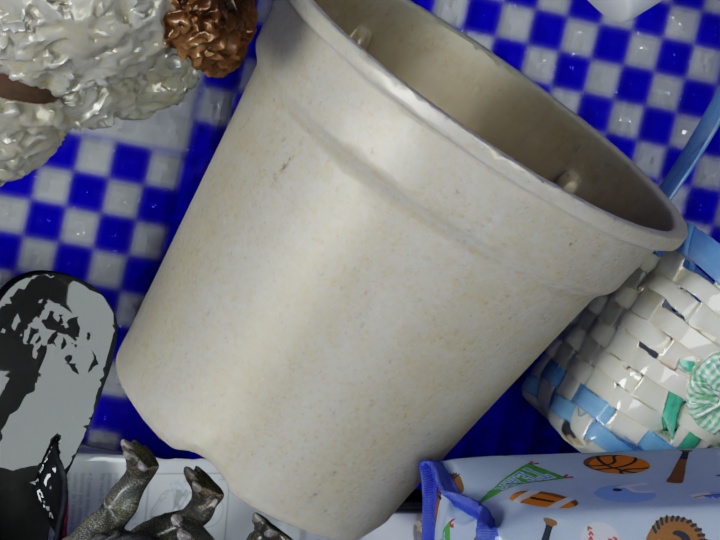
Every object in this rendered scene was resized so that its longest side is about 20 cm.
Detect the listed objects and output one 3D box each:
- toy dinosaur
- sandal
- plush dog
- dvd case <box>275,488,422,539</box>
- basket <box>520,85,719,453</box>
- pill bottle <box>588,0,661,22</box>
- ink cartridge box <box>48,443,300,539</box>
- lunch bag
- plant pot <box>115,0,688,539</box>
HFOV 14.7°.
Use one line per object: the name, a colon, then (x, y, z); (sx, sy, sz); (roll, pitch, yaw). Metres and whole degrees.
toy dinosaur: (-0.090, 0.133, 1.147); (0.077, 0.200, 0.102); (46, 103, 21)
sandal: (-0.150, 0.098, 1.139); (0.075, 0.045, 0.201); (16, 96, -22)
plush dog: (-0.137, -0.101, 1.055); (0.199, 0.172, 0.161); (27, 54, -19)
dvd case: (0.053, 0.163, 1.212); (0.199, 0.018, 0.143); (-3, 107, 25)
basket: (0.185, 0.022, 1.216); (0.176, 0.139, 0.200); (35, 86, -20)
pill bottle: (0.168, -0.196, 1.175); (0.200, 0.113, 0.114); (-33, 109, -7)
ink cartridge box: (-0.130, 0.151, 1.208); (0.199, 0.047, 0.161); (1, 101, -20)
lunch bag: (0.111, 0.180, 1.099); (0.169, 0.124, 0.201); (0, 102, -10)
plant pot: (0.000, 0.000, 1.145); (0.200, 0.201, 0.184); (30, 105, -20)
